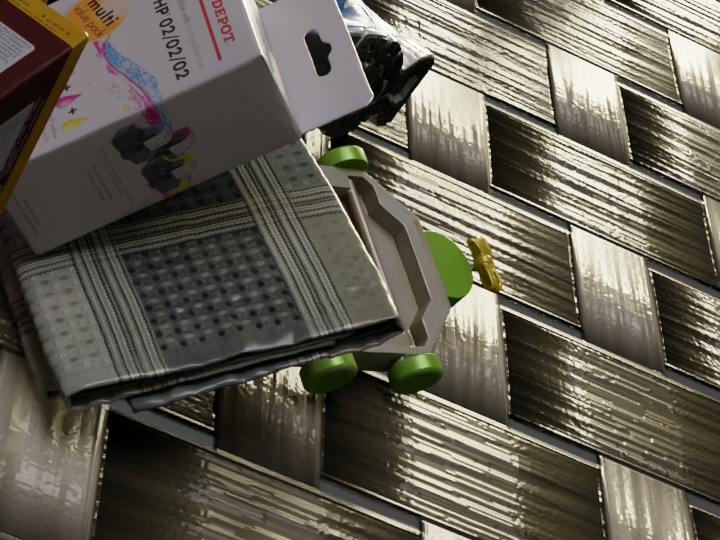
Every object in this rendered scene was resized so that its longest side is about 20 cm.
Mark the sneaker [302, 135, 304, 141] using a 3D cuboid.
[{"bbox_3d":[-0.079,-0.087,1.479,0.099,0.070,0.201,33,32,-16],"label":"sneaker"}]

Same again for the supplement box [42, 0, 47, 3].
[{"bbox_3d":[-0.282,-0.199,1.452,0.199,0.069,0.067,19,24,-18],"label":"supplement box"}]

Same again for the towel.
[{"bbox_3d":[-0.096,-0.003,1.310,0.191,0.035,0.201,-12,42,-16],"label":"towel"}]

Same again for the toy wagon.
[{"bbox_3d":[0.000,0.000,1.427,0.199,0.040,0.156,5,56,-42],"label":"toy wagon"}]

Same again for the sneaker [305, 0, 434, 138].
[{"bbox_3d":[-0.019,-0.140,1.576,0.089,0.079,0.200,38,9,9],"label":"sneaker"}]

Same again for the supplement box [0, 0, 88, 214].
[{"bbox_3d":[-0.257,-0.038,1.117,0.132,0.198,0.200,34,30,4],"label":"supplement box"}]

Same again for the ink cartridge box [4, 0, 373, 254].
[{"bbox_3d":[-0.105,-0.104,1.293,0.068,0.199,0.116,63,5,-46],"label":"ink cartridge box"}]

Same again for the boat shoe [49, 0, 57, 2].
[{"bbox_3d":[-0.198,-0.205,1.549,0.200,0.072,0.066,28,-1,17],"label":"boat shoe"}]
